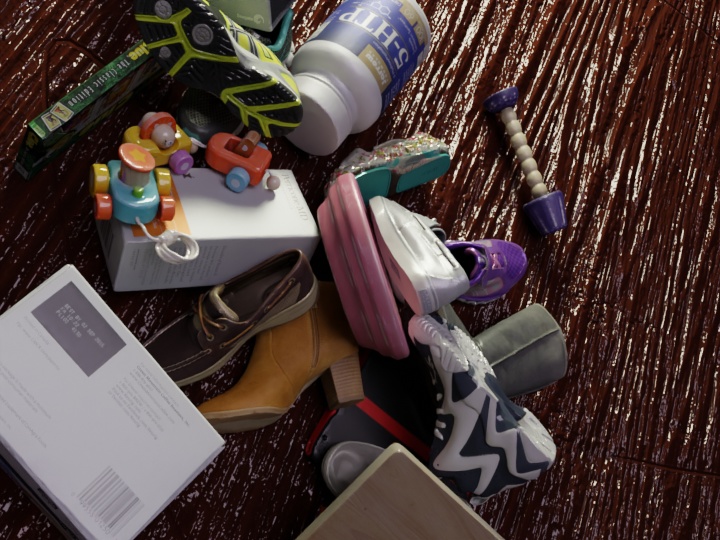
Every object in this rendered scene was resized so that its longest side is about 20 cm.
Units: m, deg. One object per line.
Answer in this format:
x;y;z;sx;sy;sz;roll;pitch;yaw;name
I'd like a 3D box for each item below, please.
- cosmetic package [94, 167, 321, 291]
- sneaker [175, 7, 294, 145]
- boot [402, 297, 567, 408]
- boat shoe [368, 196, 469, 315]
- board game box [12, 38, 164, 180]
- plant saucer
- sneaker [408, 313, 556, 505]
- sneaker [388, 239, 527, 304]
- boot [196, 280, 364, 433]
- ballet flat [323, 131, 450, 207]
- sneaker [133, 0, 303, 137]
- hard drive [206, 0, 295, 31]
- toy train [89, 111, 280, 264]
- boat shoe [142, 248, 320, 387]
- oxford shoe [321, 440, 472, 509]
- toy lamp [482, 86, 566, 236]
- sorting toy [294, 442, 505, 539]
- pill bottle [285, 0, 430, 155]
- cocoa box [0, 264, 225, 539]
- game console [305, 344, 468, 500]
-0.152;-0.044;0.801;0.198;0.071;0.102;-4;51;-32;cosmetic package
-0.133;-0.222;0.870;0.077;0.091;0.201;30;60;-1;sneaker
0.153;0.075;0.935;0.199;0.072;0.183;-21;99;-33;boot
0.060;-0.028;0.868;0.068;0.200;0.073;-18;119;-6;boat shoe
-0.250;-0.171;0.783;0.023;0.105;0.200;47;58;-12;board game box
0.000;0.000;0.844;0.050;0.201;0.202;-17;83;2;plant saucer
0.089;0.151;0.822;0.199;0.130;0.079;47;19;3;sneaker
0.134;-0.004;0.969;0.199;0.088;0.081;-6;77;-33;sneaker
-0.094;0.082;0.829;0.200;0.071;0.145;-7;69;-29;boot
0.023;-0.121;0.962;0.199;0.076;0.064;-19;54;-38;ballet flat
-0.139;-0.212;0.788;0.200;0.075;0.077;42;24;-32;sneaker
-0.156;-0.339;0.871;0.199;0.042;0.135;23;60;13;hard drive
-0.161;-0.097;0.752;0.149;0.056;0.200;27;39;1;toy train
-0.133;0.041;0.771;0.199;0.072;0.072;-27;58;-9;boat shoe
0.049;0.238;0.839;0.199;0.058;0.076;35;67;-15;oxford shoe
0.224;-0.145;1.085;0.058;0.058;0.201;-19;83;-33;toy lamp
0.031;0.289;0.783;0.200;0.070;0.199;44;96;-14;sorting toy
-0.012;-0.231;0.933;0.120;0.119;0.201;42;59;-13;pill bottle
-0.241;0.123;0.681;0.200;0.131;0.133;51;58;-8;cocoa box
0.053;0.188;0.901;0.200;0.031;0.178;40;64;-14;game console
